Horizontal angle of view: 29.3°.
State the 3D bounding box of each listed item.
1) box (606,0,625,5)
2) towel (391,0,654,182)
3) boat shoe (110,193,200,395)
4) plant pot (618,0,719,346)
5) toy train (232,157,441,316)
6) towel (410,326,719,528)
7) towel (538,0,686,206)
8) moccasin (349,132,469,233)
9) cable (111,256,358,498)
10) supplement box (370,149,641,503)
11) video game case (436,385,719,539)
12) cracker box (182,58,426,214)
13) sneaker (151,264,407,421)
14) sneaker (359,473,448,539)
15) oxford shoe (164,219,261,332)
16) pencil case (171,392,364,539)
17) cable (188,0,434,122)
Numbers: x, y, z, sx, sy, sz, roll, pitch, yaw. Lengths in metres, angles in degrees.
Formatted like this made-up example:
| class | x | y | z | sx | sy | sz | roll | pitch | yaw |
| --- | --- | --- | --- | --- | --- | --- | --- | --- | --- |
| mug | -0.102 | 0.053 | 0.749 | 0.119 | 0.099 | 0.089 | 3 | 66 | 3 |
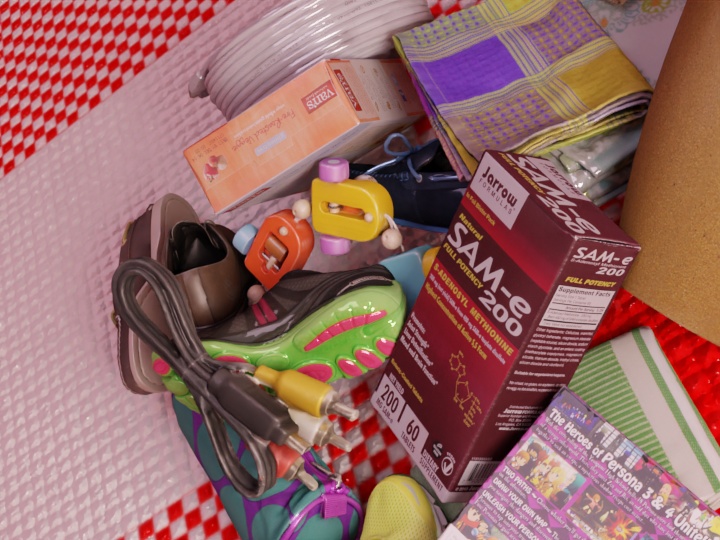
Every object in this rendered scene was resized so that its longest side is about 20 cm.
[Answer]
| class | x | y | z | sx | sy | sz | roll | pitch | yaw |
| --- | --- | --- | --- | --- | --- | --- | --- | --- | --- |
| box | 0.213 | -0.295 | 1.074 | 0.199 | 0.021 | 0.163 | -41 | 43 | -14 |
| towel | 0.109 | -0.142 | 0.967 | 0.142 | 0.023 | 0.201 | -22 | 41 | 1 |
| boat shoe | -0.182 | 0.025 | 1.188 | 0.059 | 0.072 | 0.202 | -25 | 46 | 31 |
| plant pot | 0.242 | -0.060 | 0.847 | 0.186 | 0.185 | 0.202 | 39 | 102 | 45 |
| toy train | 0.000 | 0.000 | 1.032 | 0.199 | 0.055 | 0.151 | 39 | 126 | 20 |
| towel | 0.134 | 0.139 | 0.900 | 0.199 | 0.023 | 0.154 | -37 | 45 | 16 |
| towel | 0.182 | -0.142 | 0.985 | 0.199 | 0.048 | 0.171 | -33 | 45 | -13 |
| moccasin | 0.065 | -0.068 | 1.044 | 0.198 | 0.080 | 0.069 | 12 | 106 | 31 |
| cable | -0.095 | 0.075 | 0.937 | 0.199 | 0.050 | 0.098 | 39 | 116 | 18 |
| supplement box | 0.087 | 0.038 | 0.886 | 0.109 | 0.060 | 0.202 | 50 | 125 | 45 |
| video game case | 0.138 | 0.200 | 0.807 | 0.199 | 0.036 | 0.182 | 39 | 89 | 28 |
| cracker box | -0.037 | -0.109 | 1.076 | 0.133 | 0.200 | 0.058 | -30 | 89 | 19 |
| sneaker | -0.055 | 0.049 | 0.982 | 0.197 | 0.077 | 0.084 | -16 | 28 | 16 |
| sneaker | 0.003 | 0.222 | 0.889 | 0.078 | 0.090 | 0.203 | -29 | 44 | 49 |
| oxford shoe | -0.121 | -0.010 | 1.117 | 0.072 | 0.086 | 0.200 | -16 | 19 | -1 |
| pencil case | -0.070 | 0.139 | 1.015 | 0.093 | 0.084 | 0.200 | -56 | 43 | 15 |
| cable | -0.033 | -0.181 | 1.125 | 0.198 | 0.070 | 0.200 | -28 | 0 | -20 |
